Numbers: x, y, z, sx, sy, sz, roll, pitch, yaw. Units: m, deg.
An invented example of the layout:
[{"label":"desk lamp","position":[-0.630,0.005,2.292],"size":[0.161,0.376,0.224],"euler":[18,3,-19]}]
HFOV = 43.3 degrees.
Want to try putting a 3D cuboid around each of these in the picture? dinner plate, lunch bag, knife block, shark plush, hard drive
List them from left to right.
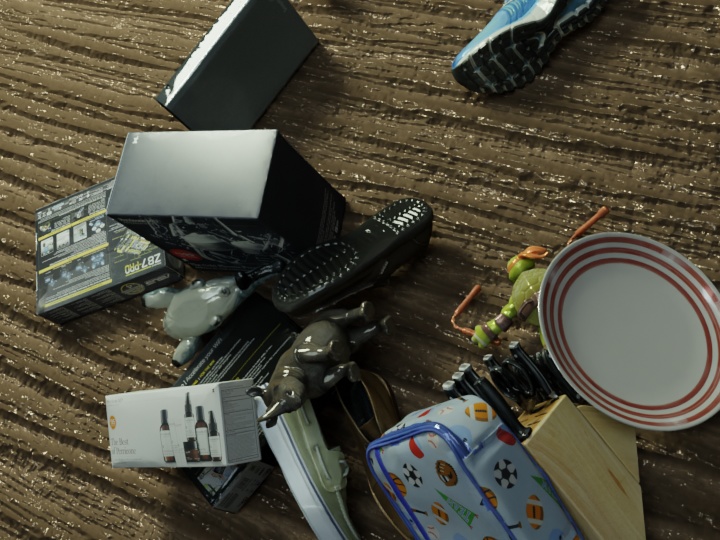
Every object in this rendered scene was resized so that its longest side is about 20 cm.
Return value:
[{"label":"shark plush","position":[-0.165,0.023,1.031],"size":[0.200,0.083,0.091],"euler":[-41,83,32]},{"label":"hard drive","position":[-0.149,-0.253,1.131],"size":[0.033,0.140,0.200],"euler":[35,87,32]},{"label":"lunch bag","position":[0.098,0.215,0.802],"size":[0.200,0.075,0.160],"euler":[59,142,1]},{"label":"knife block","position":[0.159,0.169,0.805],"size":[0.064,0.175,0.201],"euler":[140,135,-59]},{"label":"dinner plate","position":[0.256,0.056,0.843],"size":[0.199,0.024,0.201],"euler":[6,60,-9]}]

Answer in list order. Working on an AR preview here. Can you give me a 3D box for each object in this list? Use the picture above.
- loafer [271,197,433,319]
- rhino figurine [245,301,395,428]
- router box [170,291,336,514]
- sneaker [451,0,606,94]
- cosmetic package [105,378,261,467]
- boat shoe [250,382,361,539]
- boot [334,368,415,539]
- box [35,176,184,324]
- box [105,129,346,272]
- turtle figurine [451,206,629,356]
[{"label":"loafer","position":[0.000,0.000,0.977],"size":[0.200,0.071,0.073],"euler":[-30,40,-11]},{"label":"rhino figurine","position":[-0.046,0.095,0.891],"size":[0.087,0.200,0.060],"euler":[-16,108,35]},{"label":"router box","position":[-0.129,0.143,1.012],"size":[0.200,0.051,0.149],"euler":[-49,57,-1]},{"label":"sneaker","position":[0.187,-0.282,1.044],"size":[0.200,0.078,0.090],"euler":[-37,40,3]},{"label":"cosmetic package","position":[-0.190,0.162,0.947],"size":[0.200,0.051,0.083],"euler":[-12,80,41]},{"label":"boat shoe","position":[-0.045,0.199,0.917],"size":[0.062,0.072,0.200],"euler":[-28,86,-6]},{"label":"boot","position":[0.025,0.186,0.914],"size":[0.074,0.075,0.200],"euler":[-32,61,7]},{"label":"box","position":[-0.330,-0.037,1.180],"size":[0.199,0.049,0.162],"euler":[-20,61,16]},{"label":"box","position":[-0.148,-0.073,1.033],"size":[0.199,0.182,0.104],"euler":[2,71,26]},{"label":"turtle figurine","position":[0.196,0.032,0.902],"size":[0.200,0.064,0.161],"euler":[-36,60,6]}]
